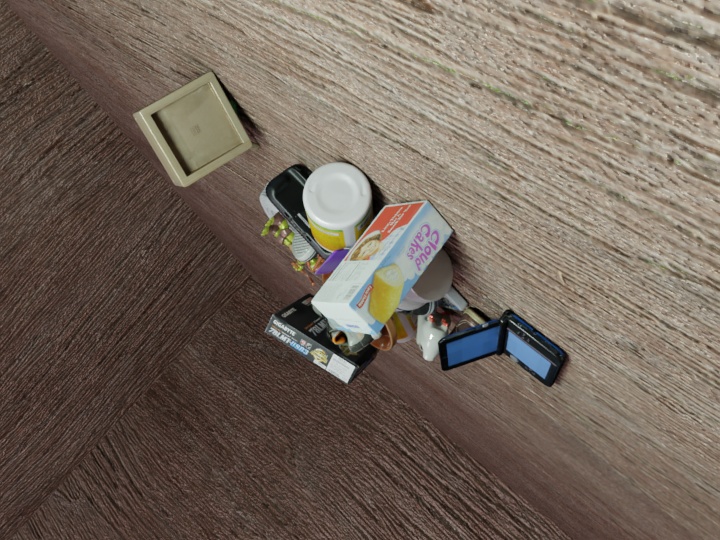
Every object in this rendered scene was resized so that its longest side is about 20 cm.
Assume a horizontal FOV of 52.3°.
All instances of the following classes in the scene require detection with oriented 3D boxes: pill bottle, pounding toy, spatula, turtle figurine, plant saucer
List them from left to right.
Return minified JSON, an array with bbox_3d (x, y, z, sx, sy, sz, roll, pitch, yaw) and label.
[{"bbox_3d":[-0.303,-0.269,1.420,0.185,0.199,0.142,62,163,-20],"label":"pounding toy"},{"bbox_3d":[-0.131,-0.053,1.561,0.161,0.064,0.200,43,166,-1],"label":"turtle figurine"},{"bbox_3d":[-0.034,-0.094,1.245,0.111,0.111,0.200,40,169,12],"label":"pill bottle"},{"bbox_3d":[0.002,0.069,1.432,0.200,0.032,0.201,42,158,21],"label":"plant saucer"},{"bbox_3d":[0.006,-0.044,1.208,0.056,0.199,0.021,-6,-109,-55],"label":"spatula"},{"bbox_3d":[0.067,0.080,1.565,0.109,0.109,0.200,36,167,31],"label":"pill bottle"},{"bbox_3d":[0.058,0.012,1.236,0.116,0.116,0.199,46,152,-20],"label":"pill bottle"}]

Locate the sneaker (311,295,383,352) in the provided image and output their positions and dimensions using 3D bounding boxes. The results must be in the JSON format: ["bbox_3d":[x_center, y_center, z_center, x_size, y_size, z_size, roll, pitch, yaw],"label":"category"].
[{"bbox_3d":[-0.044,0.097,1.420,0.200,0.079,0.074,26,151,52],"label":"sneaker"}]

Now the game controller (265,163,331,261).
[{"bbox_3d":[-0.085,-0.108,1.373,0.200,0.104,0.042,47,156,2],"label":"game controller"}]

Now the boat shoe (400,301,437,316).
[{"bbox_3d":[0.064,0.042,1.385,0.199,0.056,0.069,17,110,55],"label":"boat shoe"}]

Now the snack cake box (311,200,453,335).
[{"bbox_3d":[0.031,-0.006,1.070,0.067,0.201,0.115,46,159,-21],"label":"snack cake box"}]

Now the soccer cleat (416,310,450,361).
[{"bbox_3d":[0.135,0.116,1.406,0.069,0.078,0.200,19,-171,3],"label":"soccer cleat"}]

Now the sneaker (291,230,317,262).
[{"bbox_3d":[-0.084,-0.077,1.452,0.079,0.078,0.201,40,-151,-29],"label":"sneaker"}]

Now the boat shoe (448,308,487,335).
[{"bbox_3d":[0.199,0.128,1.371,0.072,0.072,0.200,40,168,9],"label":"boat shoe"}]

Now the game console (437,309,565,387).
[{"bbox_3d":[0.233,0.155,1.233,0.170,0.118,0.200,39,169,20],"label":"game console"}]

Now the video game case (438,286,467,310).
[{"bbox_3d":[0.094,-0.007,1.369,0.200,0.022,0.182,46,169,-14],"label":"video game case"}]

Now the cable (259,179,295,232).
[{"bbox_3d":[-0.147,-0.121,1.662,0.199,0.069,0.200,33,166,43],"label":"cable"}]

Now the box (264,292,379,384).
[{"bbox_3d":[-0.067,0.133,1.488,0.198,0.050,0.200,33,-163,10],"label":"box"}]
